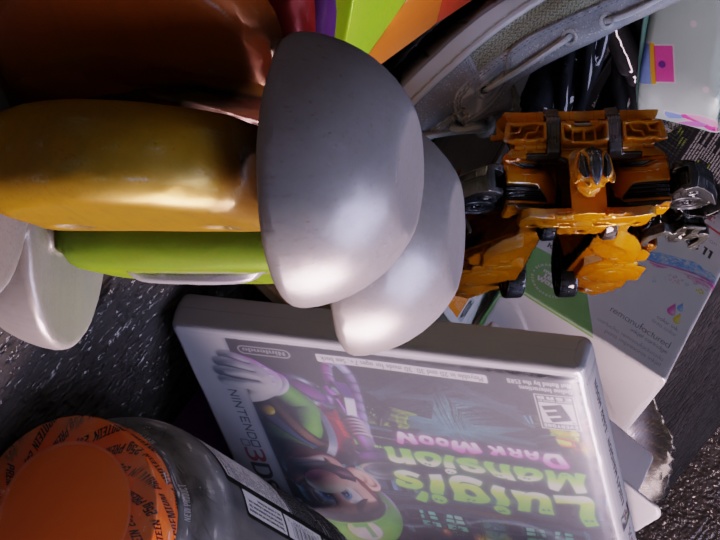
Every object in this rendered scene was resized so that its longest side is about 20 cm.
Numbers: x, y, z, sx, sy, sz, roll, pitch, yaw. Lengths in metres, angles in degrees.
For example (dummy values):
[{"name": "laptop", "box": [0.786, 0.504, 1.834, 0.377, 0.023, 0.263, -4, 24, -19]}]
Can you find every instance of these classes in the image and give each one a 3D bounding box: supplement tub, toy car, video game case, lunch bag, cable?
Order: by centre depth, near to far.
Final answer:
[{"name": "toy car", "box": [-0.059, -0.055, 0.719, 0.200, 0.174, 0.151, 44, 47, -73]}, {"name": "supplement tub", "box": [-0.087, 0.142, 1.010, 0.123, 0.122, 0.200, -52, 146, -1]}, {"name": "video game case", "box": [0.025, 0.084, 1.042, 0.182, 0.199, 0.023, 71, 31, -48]}, {"name": "cable", "box": [0.125, -0.106, 1.196, 0.200, 0.051, 0.164, 36, 66, -73]}, {"name": "lunch bag", "box": [0.214, -0.161, 1.231, 0.200, 0.077, 0.161, -38, 136, -63]}]

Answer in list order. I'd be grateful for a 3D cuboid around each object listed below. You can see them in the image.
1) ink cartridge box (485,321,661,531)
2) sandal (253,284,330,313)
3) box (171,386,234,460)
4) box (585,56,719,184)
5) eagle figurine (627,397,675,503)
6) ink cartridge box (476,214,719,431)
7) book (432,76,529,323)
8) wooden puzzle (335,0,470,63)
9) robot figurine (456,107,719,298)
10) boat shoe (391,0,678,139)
[{"name": "ink cartridge box", "box": [0.068, 0.106, 1.139, 0.200, 0.116, 0.068, -40, -166, 49]}, {"name": "sandal", "box": [0.004, 0.004, 1.101, 0.070, 0.078, 0.212, -47, 159, 3]}, {"name": "box", "box": [-0.084, 0.123, 1.172, 0.200, 0.039, 0.137, -53, 164, -1]}, {"name": "box", "box": [0.254, -0.139, 1.348, 0.200, 0.160, 0.044, -59, 161, 17]}, {"name": "eagle figurine", "box": [0.122, 0.085, 1.494, 0.150, 0.152, 0.200, -20, 151, 15]}, {"name": "ink cartridge box", "box": [0.166, -0.006, 1.392, 0.200, 0.117, 0.067, -56, 176, -43]}, {"name": "book", "box": [0.070, -0.038, 1.257, 0.134, 0.048, 0.200, -56, 165, -4]}, {"name": "wooden puzzle", "box": [0.035, -0.156, 0.925, 0.200, 0.037, 0.185, -44, 161, -30]}, {"name": "robot figurine", "box": [0.093, -0.030, 1.050, 0.200, 0.144, 0.059, 111, -23, -74]}, {"name": "boat shoe", "box": [0.081, -0.107, 1.027, 0.202, 0.065, 0.074, -38, -171, 4]}]
